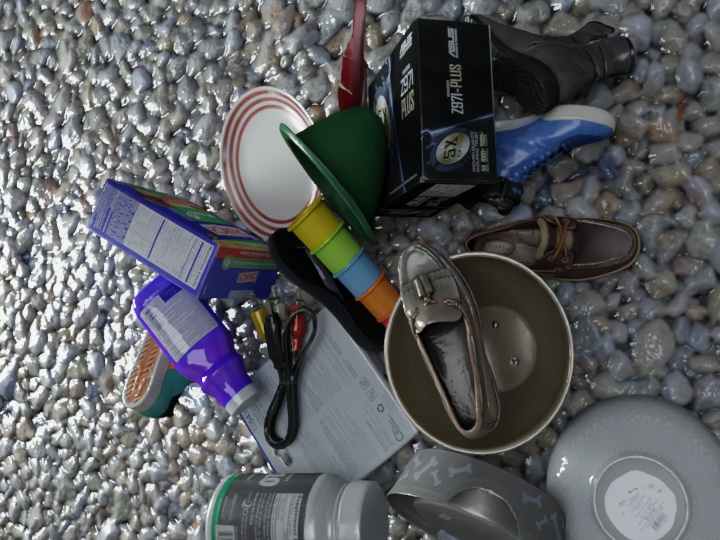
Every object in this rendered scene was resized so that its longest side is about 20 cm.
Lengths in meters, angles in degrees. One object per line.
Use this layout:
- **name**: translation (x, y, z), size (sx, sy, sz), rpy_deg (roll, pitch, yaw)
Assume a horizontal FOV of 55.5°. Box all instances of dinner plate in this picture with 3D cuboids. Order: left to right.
- **dinner plate**: translation (-0.116, -0.141, 0.917), size (0.197, 0.024, 0.206), rpy_deg (12, 108, 38)

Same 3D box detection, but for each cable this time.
- **cable**: translation (-0.088, 0.121, 0.871), size (0.095, 0.050, 0.206), rpy_deg (-6, 95, 16)

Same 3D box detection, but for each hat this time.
- **hat**: translation (0.019, -0.159, 0.769), size (0.176, 0.201, 0.166), rpy_deg (-42, 48, -4)

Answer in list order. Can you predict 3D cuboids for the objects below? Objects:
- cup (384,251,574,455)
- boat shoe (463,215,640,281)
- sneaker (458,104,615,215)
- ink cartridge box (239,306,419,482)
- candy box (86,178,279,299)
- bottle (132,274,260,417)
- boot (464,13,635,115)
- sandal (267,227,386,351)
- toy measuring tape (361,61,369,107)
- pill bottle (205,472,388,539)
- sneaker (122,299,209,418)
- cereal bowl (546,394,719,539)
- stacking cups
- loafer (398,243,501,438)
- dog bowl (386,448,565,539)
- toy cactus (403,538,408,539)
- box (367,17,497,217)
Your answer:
- **cup**: translation (0.140, 0.089, 0.761), size (0.195, 0.143, 0.206), rpy_deg (-2, 84, 21)
- **boat shoe**: translation (0.214, -0.028, 0.779), size (0.195, 0.072, 0.074), rpy_deg (3, 87, 22)
- **sneaker**: translation (0.192, -0.120, 0.791), size (0.195, 0.076, 0.114), rpy_deg (-2, 79, 25)
- **ink cartridge box**: translation (-0.046, 0.181, 0.882), size (0.200, 0.043, 0.198), rpy_deg (-42, 72, 17)
- **candy box**: translation (-0.224, -0.038, 0.900), size (0.197, 0.168, 0.078), rpy_deg (29, 98, 20)
- **bottle**: translation (-0.207, 0.095, 0.879), size (0.083, 0.065, 0.200), rpy_deg (-40, 77, -11)
- **boot**: translation (0.215, -0.257, 0.801), size (0.129, 0.071, 0.202), rpy_deg (-24, 50, -9)
- **sandal**: translation (-0.033, 0.013, 0.866), size (0.200, 0.076, 0.043), rpy_deg (43, 127, 4)
- **toy measuring tape**: translation (-0.020, -0.172, 0.886), size (0.072, 0.073, 0.206), rpy_deg (-4, 84, 21)
- **pill bottle**: translation (-0.073, 0.298, 0.805), size (0.195, 0.113, 0.116), rpy_deg (-6, 83, 21)
- **sneaker**: translation (-0.256, 0.108, 0.961), size (0.070, 0.080, 0.204), rpy_deg (12, 70, 36)
- **cereal bowl**: translation (0.293, 0.236, 0.722), size (0.195, 0.083, 0.206), rpy_deg (-2, 84, 21)
- **stacking cups**: translation (0.000, 0.000, 0.836), size (0.060, 0.061, 0.200), rpy_deg (-42, 102, 12)
- **loafer**: translation (0.086, 0.065, 0.674), size (0.071, 0.063, 0.204), rpy_deg (-24, 78, 17)
- **dog bowl**: translation (0.128, 0.259, 0.733), size (0.196, 0.202, 0.059), rpy_deg (16, 61, 22)
- **toy cactus**: translation (0.017, 0.404, 0.825), size (0.199, 0.103, 0.166), rpy_deg (39, 81, 22)
- **box**: translation (0.073, -0.159, 0.772), size (0.084, 0.200, 0.169), rpy_deg (0, 85, -14)
